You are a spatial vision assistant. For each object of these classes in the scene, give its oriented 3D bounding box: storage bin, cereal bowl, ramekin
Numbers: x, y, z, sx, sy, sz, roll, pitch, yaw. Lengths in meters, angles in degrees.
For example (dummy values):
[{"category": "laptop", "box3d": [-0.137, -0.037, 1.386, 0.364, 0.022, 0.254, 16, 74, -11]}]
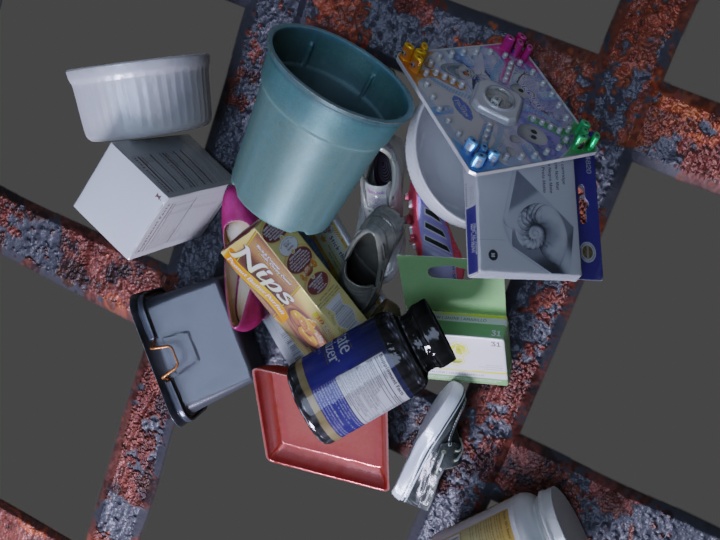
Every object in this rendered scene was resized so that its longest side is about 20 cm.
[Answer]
[{"category": "storage bin", "box3d": [-0.232, 0.103, 1.279, 0.132, 0.146, 0.204, -22, 91, 8]}, {"category": "cereal bowl", "box3d": [0.142, -0.148, 1.129, 0.195, 0.083, 0.206, 3, 81, -20]}, {"category": "ramekin", "box3d": [-0.299, -0.241, 1.219, 0.195, 0.201, 0.100, -3, 105, 17]}]

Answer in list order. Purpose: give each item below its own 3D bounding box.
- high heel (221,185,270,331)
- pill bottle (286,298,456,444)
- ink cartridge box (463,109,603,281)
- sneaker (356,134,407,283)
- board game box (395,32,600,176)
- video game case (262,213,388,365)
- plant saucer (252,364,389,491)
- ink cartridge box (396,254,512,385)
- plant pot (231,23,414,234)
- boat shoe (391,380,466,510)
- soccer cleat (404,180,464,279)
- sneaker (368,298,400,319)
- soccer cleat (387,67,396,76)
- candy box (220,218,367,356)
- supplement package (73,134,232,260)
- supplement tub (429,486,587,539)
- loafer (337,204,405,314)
[{"category": "high heel", "box3d": [-0.174, -0.018, 1.237, 0.066, 0.096, 0.206, -4, 95, 17]}, {"category": "pill bottle", "box3d": [0.016, 0.122, 1.099, 0.197, 0.112, 0.114, -30, 89, 4]}, {"category": "ink cartridge box", "box3d": [0.221, -0.090, 1.081, 0.195, 0.041, 0.205, 1, 80, -20]}, {"category": "sneaker", "box3d": [0.021, -0.081, 1.191, 0.073, 0.100, 0.206, 3, 100, 14]}, {"category": "board game box", "box3d": [0.168, -0.208, 1.058, 0.202, 0.196, 0.026, 62, 148, 28]}, {"category": "video game case", "box3d": [-0.069, 0.030, 1.274, 0.180, 0.023, 0.203, -33, 87, 18]}, {"category": "plant saucer", "box3d": [-0.048, 0.216, 1.245, 0.195, 0.037, 0.203, 11, 132, 15]}, {"category": "ink cartridge box", "box3d": [0.122, 0.069, 1.151, 0.142, 0.049, 0.202, 4, 139, 16]}, {"category": "plant pot", "box3d": [-0.063, -0.168, 1.102, 0.199, 0.200, 0.198, 37, 123, 8]}, {"category": "boat shoe", "box3d": [0.112, 0.247, 1.231, 0.070, 0.072, 0.203, 25, 115, 4]}, {"category": "soccer cleat", "box3d": [0.105, -0.029, 1.182, 0.074, 0.067, 0.205, -11, 109, -1]}, {"category": "sneaker", "box3d": [0.025, 0.132, 1.224, 0.089, 0.068, 0.202, 30, 123, -5]}, {"category": "soccer cleat", "box3d": [-0.029, -0.220, 1.217, 0.196, 0.065, 0.086, -17, 63, 22]}, {"category": "candy box", "box3d": [-0.090, 0.022, 1.187, 0.201, 0.055, 0.115, 52, 145, -9]}, {"category": "supplement package", "box3d": [-0.279, -0.108, 1.220, 0.109, 0.200, 0.114, 42, 110, 7]}, {"category": "supplement tub", "box3d": [0.200, 0.389, 1.177, 0.198, 0.144, 0.147, -31, 88, 18]}, {"category": "loafer", "box3d": [0.000, 0.000, 1.168, 0.069, 0.070, 0.202, 34, 134, 15]}]
